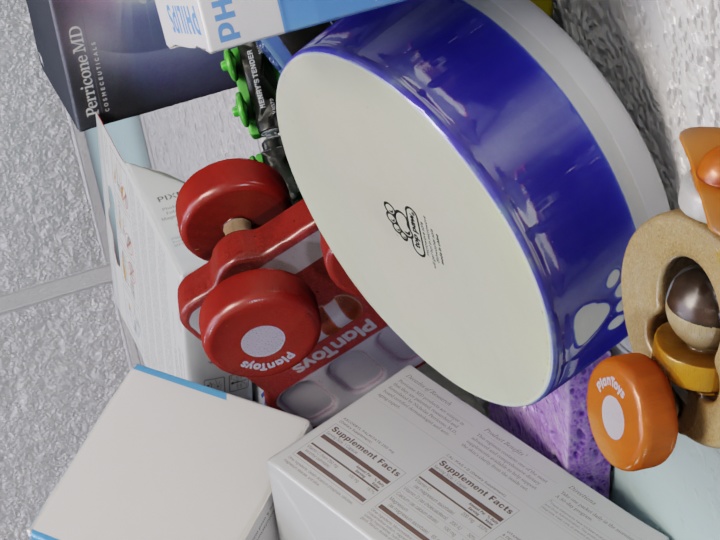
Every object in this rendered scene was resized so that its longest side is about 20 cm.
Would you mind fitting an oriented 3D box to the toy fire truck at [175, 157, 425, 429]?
[{"bbox_3d":[0.000,0.000,1.202,0.168,0.199,0.113,42,-157,-43],"label":"toy fire truck"}]

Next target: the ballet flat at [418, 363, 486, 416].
[{"bbox_3d":[0.071,0.140,1.359,0.069,0.069,0.202,-135,27,-66],"label":"ballet flat"}]

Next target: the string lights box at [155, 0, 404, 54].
[{"bbox_3d":[0.014,-0.143,0.894,0.103,0.198,0.059,-155,50,-73],"label":"string lights box"}]

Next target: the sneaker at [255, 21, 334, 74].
[{"bbox_3d":[-0.044,-0.174,1.190,0.201,0.078,0.070,54,178,-29],"label":"sneaker"}]

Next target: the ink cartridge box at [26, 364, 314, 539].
[{"bbox_3d":[-0.084,0.175,1.275,0.128,0.126,0.201,16,150,26],"label":"ink cartridge box"}]

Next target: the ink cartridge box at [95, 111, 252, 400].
[{"bbox_3d":[-0.119,0.009,1.384,0.201,0.057,0.164,-116,21,-51],"label":"ink cartridge box"}]

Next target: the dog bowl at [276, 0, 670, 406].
[{"bbox_3d":[0.051,-0.038,1.003,0.200,0.079,0.201,44,156,25],"label":"dog bowl"}]

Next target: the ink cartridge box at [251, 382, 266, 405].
[{"bbox_3d":[-0.067,0.066,1.405,0.200,0.043,0.198,124,130,-67],"label":"ink cartridge box"}]

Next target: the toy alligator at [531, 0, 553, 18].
[{"bbox_3d":[0.067,-0.106,1.048,0.059,0.054,0.201,102,150,-66],"label":"toy alligator"}]

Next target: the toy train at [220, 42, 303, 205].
[{"bbox_3d":[-0.045,-0.050,1.312,0.056,0.041,0.202,60,-164,-79],"label":"toy train"}]

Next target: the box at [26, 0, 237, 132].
[{"bbox_3d":[-0.129,-0.224,1.434,0.123,0.197,0.201,-125,22,-57],"label":"box"}]

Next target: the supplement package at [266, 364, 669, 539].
[{"bbox_3d":[0.060,0.178,1.165,0.199,0.110,0.157,33,143,39],"label":"supplement package"}]

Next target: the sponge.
[{"bbox_3d":[0.103,0.083,1.188,0.201,0.030,0.112,85,163,-44],"label":"sponge"}]

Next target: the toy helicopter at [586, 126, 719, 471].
[{"bbox_3d":[0.158,0.010,0.808,0.200,0.078,0.134,-179,82,-66],"label":"toy helicopter"}]
